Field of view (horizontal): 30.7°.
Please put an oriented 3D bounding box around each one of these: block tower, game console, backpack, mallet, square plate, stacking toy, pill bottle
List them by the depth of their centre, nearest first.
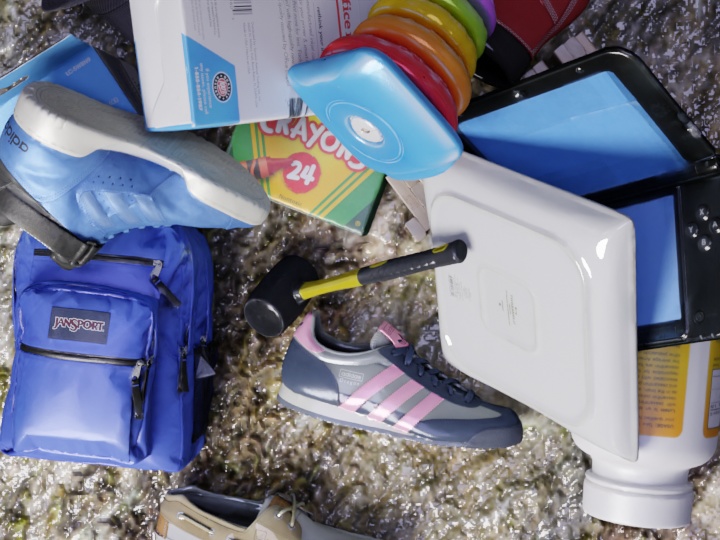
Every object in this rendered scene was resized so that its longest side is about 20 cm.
[{"bbox_3d":[0.148,-0.034,0.902,0.115,0.199,0.178,7,77,-37],"label":"game console"},{"bbox_3d":[0.052,-0.172,0.917,0.110,0.115,0.201,43,65,-27],"label":"stacking toy"},{"bbox_3d":[0.114,0.024,0.935,0.028,0.197,0.202,-29,127,-31],"label":"square plate"},{"bbox_3d":[0.216,0.085,0.987,0.109,0.111,0.203,5,92,5],"label":"pill bottle"},{"bbox_3d":[0.000,0.000,0.993,0.198,0.066,0.041,-18,114,32],"label":"mallet"},{"bbox_3d":[-0.187,0.046,1.001,0.160,0.168,0.203,6,88,-1],"label":"backpack"},{"bbox_3d":[0.108,-0.104,1.022,0.199,0.054,0.058,-39,87,5],"label":"block tower"}]

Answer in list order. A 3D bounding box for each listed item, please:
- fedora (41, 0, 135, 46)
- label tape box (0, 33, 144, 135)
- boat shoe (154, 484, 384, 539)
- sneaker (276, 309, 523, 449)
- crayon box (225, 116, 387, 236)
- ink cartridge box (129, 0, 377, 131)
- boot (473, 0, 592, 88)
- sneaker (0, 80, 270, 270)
[{"bbox_3d":[-0.141,-0.235,1.007,0.200,0.177,0.090,-43,117,-2],"label":"fedora"},{"bbox_3d":[-0.229,-0.099,0.980,0.143,0.200,0.064,-31,89,6],"label":"label tape box"},{"bbox_3d":[-0.068,0.213,1.037,0.197,0.075,0.069,2,97,6],"label":"boat shoe"},{"bbox_3d":[0.035,0.086,1.025,0.197,0.070,0.083,11,97,4],"label":"sneaker"},{"bbox_3d":[-0.019,-0.143,1.035,0.126,0.051,0.202,20,93,5],"label":"crayon box"},{"bbox_3d":[-0.062,-0.167,0.944,0.067,0.198,0.118,3,101,49],"label":"ink cartridge box"},{"bbox_3d":[0.070,-0.235,0.991,0.200,0.072,0.144,42,75,5],"label":"boot"},{"bbox_3d":[-0.169,-0.048,0.934,0.198,0.077,0.112,19,116,-33],"label":"sneaker"}]
